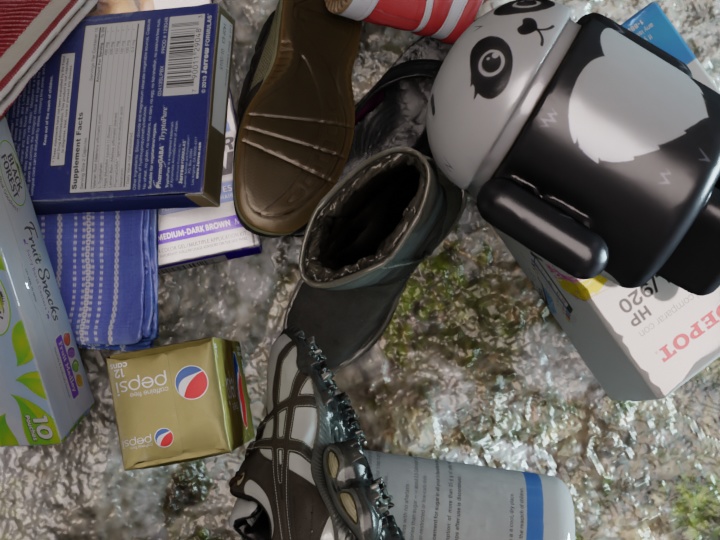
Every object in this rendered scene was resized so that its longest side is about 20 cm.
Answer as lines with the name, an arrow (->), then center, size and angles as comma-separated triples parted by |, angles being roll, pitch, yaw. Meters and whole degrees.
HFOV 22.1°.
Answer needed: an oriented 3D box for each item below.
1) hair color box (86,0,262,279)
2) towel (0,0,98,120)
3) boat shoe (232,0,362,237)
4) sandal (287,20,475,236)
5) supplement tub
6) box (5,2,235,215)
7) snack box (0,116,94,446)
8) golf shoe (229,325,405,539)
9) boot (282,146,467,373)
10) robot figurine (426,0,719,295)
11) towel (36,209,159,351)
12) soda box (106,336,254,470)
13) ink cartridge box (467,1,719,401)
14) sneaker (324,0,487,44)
hair color box -> -0.136, -0.100, 1.209 | 0.109, 0.065, 0.201 | -12, 86, -2
towel -> -0.272, -0.136, 1.144 | 0.199, 0.023, 0.144 | 3, 41, 25
boat shoe -> -0.041, -0.105, 1.188 | 0.073, 0.065, 0.201 | 20, 64, -10
sandal -> 0.020, -0.092, 1.223 | 0.200, 0.048, 0.075 | -38, 89, -4
supplement tub -> 0.028, 0.183, 1.166 | 0.198, 0.132, 0.133 | 9, 86, -3
box -> -0.176, -0.096, 1.142 | 0.199, 0.032, 0.122 | -1, 76, 21
snack box -> -0.259, 0.011, 1.139 | 0.141, 0.053, 0.201 | -5, 113, 22
golf shoe -> -0.043, 0.108, 1.081 | 0.094, 0.200, 0.078 | -28, 124, 4
boot -> -0.002, 0.000, 1.130 | 0.072, 0.200, 0.182 | 34, 100, 1
robot figurine -> 0.134, -0.070, 1.043 | 0.199, 0.150, 0.125 | 31, 102, 1
towel -> -0.217, -0.023, 1.179 | 0.199, 0.024, 0.146 | 0, 91, 20
soda box -> -0.106, 0.080, 1.129 | 0.064, 0.200, 0.068 | -10, 87, 1
ink cartridge box -> 0.176, -0.037, 1.179 | 0.147, 0.145, 0.201 | -35, 89, -5
sneaker -> 0.038, -0.237, 1.217 | 0.112, 0.071, 0.201 | 17, 60, -23
